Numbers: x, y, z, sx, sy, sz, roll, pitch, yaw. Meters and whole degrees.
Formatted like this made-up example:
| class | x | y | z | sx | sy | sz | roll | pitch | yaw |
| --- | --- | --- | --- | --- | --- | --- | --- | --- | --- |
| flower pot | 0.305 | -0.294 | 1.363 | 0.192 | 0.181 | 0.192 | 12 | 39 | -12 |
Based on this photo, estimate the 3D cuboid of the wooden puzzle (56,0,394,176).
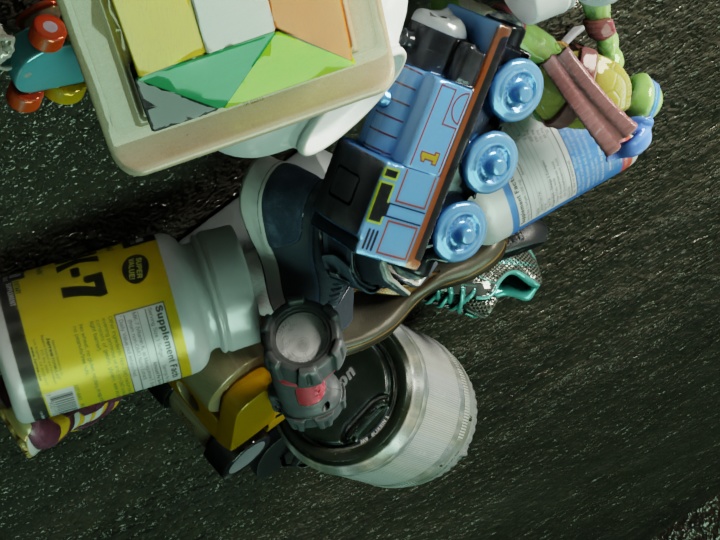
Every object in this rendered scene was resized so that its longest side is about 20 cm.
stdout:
| class | x | y | z | sx | sy | sz | roll | pitch | yaw |
| --- | --- | --- | --- | --- | --- | --- | --- | --- | --- |
| wooden puzzle | -0.079 | -0.157 | 1.125 | 0.184 | 0.037 | 0.201 | -19 | 131 | -5 |

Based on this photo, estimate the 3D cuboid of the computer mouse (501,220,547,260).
| class | x | y | z | sx | sy | sz | roll | pitch | yaw |
| --- | --- | --- | --- | --- | --- | --- | --- | --- | --- |
| computer mouse | 0.072 | -0.011 | 1.716 | 0.199 | 0.034 | 0.059 | -18 | 174 | -11 |

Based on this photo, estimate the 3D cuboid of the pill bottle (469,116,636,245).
| class | x | y | z | sx | sy | sz | roll | pitch | yaw |
| --- | --- | --- | --- | --- | --- | --- | --- | --- | --- |
| pill bottle | 0.119 | -0.090 | 1.594 | 0.199 | 0.113 | 0.112 | -29 | 159 | -9 |

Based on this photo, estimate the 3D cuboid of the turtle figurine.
| class | x | y | z | sx | sy | sz | roll | pitch | yaw |
| --- | --- | --- | --- | --- | --- | --- | --- | --- | --- |
| turtle figurine | 0.132 | -0.180 | 1.482 | 0.193 | 0.201 | 0.144 | 7 | 167 | -24 |

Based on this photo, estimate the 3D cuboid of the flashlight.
| class | x | y | z | sx | sy | sz | roll | pitch | yaw |
| --- | --- | --- | --- | --- | --- | --- | --- | --- | --- |
| flashlight | -0.039 | 0.080 | 1.541 | 0.068 | 0.068 | 0.200 | -43 | 163 | -10 |

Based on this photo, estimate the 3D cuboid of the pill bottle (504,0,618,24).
| class | x | y | z | sx | sy | sz | roll | pitch | yaw |
| --- | --- | --- | --- | --- | --- | --- | --- | --- | --- |
| pill bottle | 0.185 | -0.251 | 1.331 | 0.199 | 0.114 | 0.114 | -25 | 158 | -8 |

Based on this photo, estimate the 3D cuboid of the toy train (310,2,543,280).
| class | x | y | z | sx | sy | sz | roll | pitch | yaw |
| --- | --- | --- | --- | --- | --- | --- | --- | --- | --- |
| toy train | 0.049 | -0.092 | 1.353 | 0.114 | 0.087 | 0.201 | 14 | 102 | -37 |

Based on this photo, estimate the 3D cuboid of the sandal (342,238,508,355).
| class | x | y | z | sx | sy | sz | roll | pitch | yaw |
| --- | --- | --- | --- | --- | --- | --- | --- | --- | --- |
| sandal | 0.033 | 0.000 | 1.628 | 0.199 | 0.082 | 0.055 | -26 | 142 | -6 |

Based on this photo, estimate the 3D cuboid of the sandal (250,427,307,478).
| class | x | y | z | sx | sy | sz | roll | pitch | yaw |
| --- | --- | --- | --- | --- | --- | --- | --- | --- | --- |
| sandal | -0.035 | 0.171 | 2.099 | 0.200 | 0.043 | 0.076 | -33 | 158 | 11 |

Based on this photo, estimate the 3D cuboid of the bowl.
| class | x | y | z | sx | sy | sz | roll | pitch | yaw |
| --- | --- | --- | --- | --- | --- | --- | --- | --- | --- |
| bowl | -0.034 | -0.139 | 1.266 | 0.201 | 0.090 | 0.201 | -44 | 172 | -8 |

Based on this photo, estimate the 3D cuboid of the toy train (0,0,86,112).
| class | x | y | z | sx | sy | sz | roll | pitch | yaw |
| --- | --- | --- | --- | --- | --- | --- | --- | --- | --- |
| toy train | -0.153 | -0.179 | 1.172 | 0.199 | 0.056 | 0.150 | -32 | 157 | 1 |

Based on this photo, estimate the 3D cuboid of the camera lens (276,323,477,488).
| class | x | y | z | sx | sy | sz | roll | pitch | yaw |
| --- | --- | --- | --- | --- | --- | --- | --- | --- | --- |
| camera lens | 0.016 | 0.129 | 1.908 | 0.160 | 0.160 | 0.200 | -34 | 158 | 13 |

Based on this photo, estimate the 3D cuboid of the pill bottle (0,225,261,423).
| class | x | y | z | sx | sy | sz | roll | pitch | yaw |
| --- | --- | --- | --- | --- | --- | --- | --- | --- | --- |
| pill bottle | -0.182 | 0.037 | 1.496 | 0.199 | 0.115 | 0.114 | -16 | 157 | -8 |

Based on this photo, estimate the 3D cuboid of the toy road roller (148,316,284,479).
| class | x | y | z | sx | sy | sz | roll | pitch | yaw |
| --- | --- | --- | --- | --- | --- | --- | --- | --- | --- |
| toy road roller | -0.102 | 0.076 | 1.716 | 0.146 | 0.123 | 0.200 | -37 | 163 | -20 |

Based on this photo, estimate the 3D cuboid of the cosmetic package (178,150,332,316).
| class | x | y | z | sx | sy | sz | roll | pitch | yaw |
| --- | --- | --- | --- | --- | --- | --- | --- | --- | --- |
| cosmetic package | -0.046 | -0.025 | 1.639 | 0.150 | 0.052 | 0.200 | -34 | 157 | 16 |

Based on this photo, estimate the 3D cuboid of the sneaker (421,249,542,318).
| class | x | y | z | sx | sy | sz | roll | pitch | yaw |
| --- | --- | --- | --- | --- | --- | --- | --- | --- | --- |
| sneaker | 0.089 | 0.007 | 1.818 | 0.199 | 0.092 | 0.078 | -17 | 155 | -27 |

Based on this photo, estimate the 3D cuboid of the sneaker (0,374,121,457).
| class | x | y | z | sx | sy | sz | roll | pitch | yaw |
| --- | --- | --- | --- | --- | --- | --- | --- | --- | --- |
| sneaker | -0.248 | 0.100 | 1.616 | 0.090 | 0.075 | 0.200 | -32 | -179 | 1 |

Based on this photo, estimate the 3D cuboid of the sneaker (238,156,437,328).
| class | x | y | z | sx | sy | sz | roll | pitch | yaw |
| --- | --- | --- | --- | --- | --- | --- | --- | --- | --- |
| sneaker | -0.001 | 0.001 | 1.494 | 0.077 | 0.145 | 0.203 | -63 | 152 | -25 |
